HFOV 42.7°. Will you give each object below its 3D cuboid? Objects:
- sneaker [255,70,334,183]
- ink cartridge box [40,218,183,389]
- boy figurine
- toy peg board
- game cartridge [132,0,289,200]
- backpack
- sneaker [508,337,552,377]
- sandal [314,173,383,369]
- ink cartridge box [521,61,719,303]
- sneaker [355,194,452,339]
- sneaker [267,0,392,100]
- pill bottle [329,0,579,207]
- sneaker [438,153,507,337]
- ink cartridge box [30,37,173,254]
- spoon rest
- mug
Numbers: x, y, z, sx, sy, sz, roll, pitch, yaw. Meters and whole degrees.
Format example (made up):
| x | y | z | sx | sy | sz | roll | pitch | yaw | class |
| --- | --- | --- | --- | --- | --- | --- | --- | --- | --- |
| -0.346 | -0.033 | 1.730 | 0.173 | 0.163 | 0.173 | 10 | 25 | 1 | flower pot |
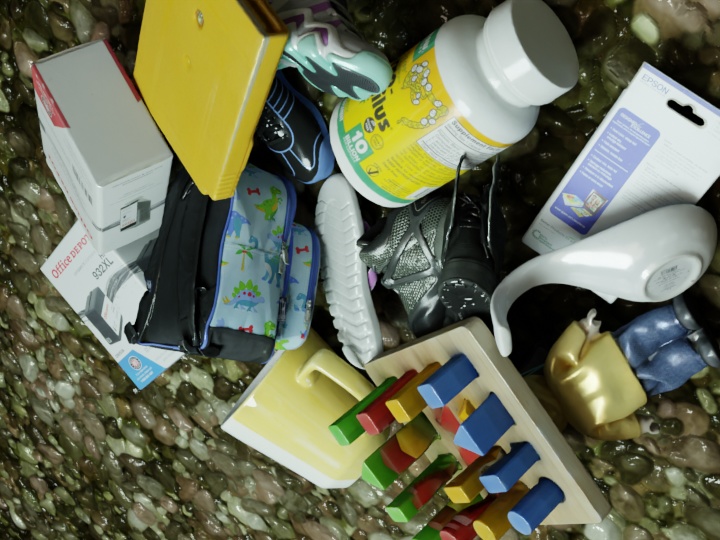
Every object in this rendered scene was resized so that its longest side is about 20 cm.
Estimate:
| x | y | z | sx | sy | sz | roll | pitch | yaw | class |
| --- | --- | --- | --- | --- | --- | --- | --- | --- | --- |
| -0.101 | -0.165 | 0.896 | 0.070 | 0.078 | 0.200 | -23 | 102 | 41 | sneaker |
| -0.277 | 0.024 | 1.128 | 0.200 | 0.084 | 0.145 | 51 | 133 | -2 | ink cartridge box |
| 0.214 | 0.099 | 0.810 | 0.200 | 0.064 | 0.124 | -34 | 97 | 23 | boy figurine |
| 0.079 | 0.167 | 0.820 | 0.200 | 0.098 | 0.199 | 54 | 151 | -3 | toy peg board |
| -0.140 | -0.185 | 0.814 | 0.176 | 0.032 | 0.200 | 56 | 144 | 23 | game cartridge |
| -0.133 | -0.010 | 0.949 | 0.183 | 0.147 | 0.200 | -1 | 80 | 53 | backpack |
| 0.126 | 0.125 | 0.928 | 0.200 | 0.075 | 0.079 | -24 | 99 | 32 | sneaker |
| -0.004 | -0.001 | 0.951 | 0.082 | 0.050 | 0.203 | 7 | 107 | 54 | sandal |
| 0.224 | -0.071 | 0.759 | 0.099 | 0.039 | 0.200 | 37 | 133 | 9 | ink cartridge box |
| 0.058 | 0.016 | 0.903 | 0.114 | 0.076 | 0.200 | 14 | 121 | 29 | sneaker |
| -0.027 | -0.231 | 0.782 | 0.200 | 0.140 | 0.078 | 27 | 173 | 37 | sneaker |
| 0.076 | -0.140 | 0.767 | 0.200 | 0.113 | 0.113 | -28 | 100 | 42 | pill bottle |
| 0.101 | -0.006 | 0.797 | 0.060 | 0.104 | 0.200 | 4 | 155 | 13 | sneaker |
| -0.271 | -0.123 | 0.970 | 0.147 | 0.083 | 0.200 | 60 | 158 | 8 | ink cartridge box |
| 0.193 | 0.003 | 0.741 | 0.099 | 0.200 | 0.061 | 74 | 174 | -48 | spoon rest |
| -0.050 | 0.162 | 1.009 | 0.153 | 0.187 | 0.149 | 40 | 89 | -3 | mug |
